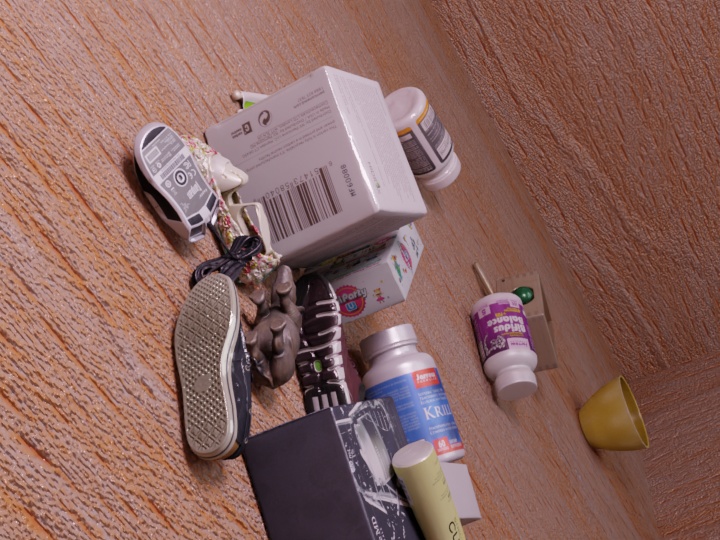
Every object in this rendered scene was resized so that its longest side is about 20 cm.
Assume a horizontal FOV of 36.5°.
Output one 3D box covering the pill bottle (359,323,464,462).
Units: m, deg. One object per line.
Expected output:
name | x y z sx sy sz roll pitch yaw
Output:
pill bottle | 0.066 0.184 1.542 0.112 0.111 0.202 11 58 -68

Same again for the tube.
tube | 0.093 0.288 1.225 0.058 0.052 0.202 -31 108 -30

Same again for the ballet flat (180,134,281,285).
ballet flat | -0.153 -0.080 1.313 0.202 0.063 0.076 64 19 -7

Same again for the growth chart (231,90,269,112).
growth chart | -0.121 -0.171 1.580 0.202 0.018 0.145 65 19 -6

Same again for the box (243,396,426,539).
box | -0.015 0.258 1.220 0.196 0.123 0.203 5 64 -67

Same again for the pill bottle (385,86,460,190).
pill bottle | 0.119 -0.261 2.199 0.200 0.115 0.117 52 23 -40

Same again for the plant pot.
plant pot | 0.667 0.401 2.918 0.201 0.141 0.201 53 23 -34

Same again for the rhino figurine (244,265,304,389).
rhino figurine | -0.099 0.061 1.299 0.201 0.059 0.088 -82 165 -58

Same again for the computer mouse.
computer mouse | -0.192 -0.072 1.210 0.201 0.044 0.110 59 46 -21

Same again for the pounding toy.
pounding toy | 0.345 0.096 2.429 0.185 0.140 0.202 -85 158 -53

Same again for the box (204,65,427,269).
box | -0.055 -0.126 1.410 0.171 0.197 0.203 -2 70 -65

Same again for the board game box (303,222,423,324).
board game box | 0.000 0.000 1.516 0.065 0.146 0.200 64 19 -16

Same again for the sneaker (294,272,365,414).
sneaker | -0.041 0.109 1.413 0.115 0.075 0.203 27 54 -70

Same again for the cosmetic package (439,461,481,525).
cosmetic package | 0.070 0.303 1.421 0.199 0.112 0.082 25 45 -61

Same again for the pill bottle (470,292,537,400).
pill bottle | 0.296 0.156 2.214 0.112 0.111 0.202 42 30 -51

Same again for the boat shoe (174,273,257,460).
boat shoe | -0.146 0.100 1.116 0.062 0.074 0.203 46 32 -57
